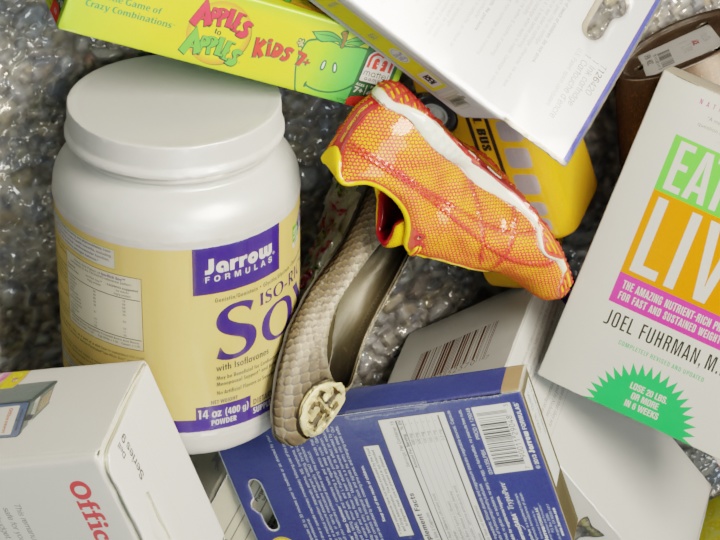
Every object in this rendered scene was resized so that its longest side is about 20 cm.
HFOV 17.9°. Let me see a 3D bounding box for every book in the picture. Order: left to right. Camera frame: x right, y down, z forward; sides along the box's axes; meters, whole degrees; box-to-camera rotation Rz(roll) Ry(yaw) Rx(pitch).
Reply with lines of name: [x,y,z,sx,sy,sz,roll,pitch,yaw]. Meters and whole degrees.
book: [0.203,-0.003,1.349,0.133,0.048,0.201,24,106,12]

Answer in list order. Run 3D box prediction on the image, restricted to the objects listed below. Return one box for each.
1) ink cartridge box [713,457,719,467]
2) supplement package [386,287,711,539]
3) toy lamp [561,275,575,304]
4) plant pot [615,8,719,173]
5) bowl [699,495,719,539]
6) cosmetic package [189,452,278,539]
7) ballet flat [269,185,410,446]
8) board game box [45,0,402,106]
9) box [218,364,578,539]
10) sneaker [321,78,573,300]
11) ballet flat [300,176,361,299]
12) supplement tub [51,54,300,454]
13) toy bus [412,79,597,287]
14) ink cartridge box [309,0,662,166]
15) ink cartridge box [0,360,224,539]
ink cartridge box: [0.283,0.098,1.502,0.109,0.200,0.050,-44,123,9]
supplement package: [0.116,0.127,1.463,0.117,0.118,0.200,-26,115,35]
toy lamp: [0.152,0.085,1.536,0.058,0.058,0.201,-27,124,-3]
plant pot: [0.238,-0.054,1.428,0.186,0.187,0.201,-28,110,-2]
bowl: [0.305,0.264,1.664,0.199,0.108,0.201,-9,121,-15]
cosmetic package: [-0.030,0.163,1.497,0.199,0.087,0.104,20,111,-29]
ballet flat: [0.002,0.013,1.346,0.201,0.046,0.067,-65,158,-15]
board game box: [-0.080,-0.152,1.288,0.199,0.102,0.048,13,113,-25]
box: [0.021,0.124,1.389,0.199,0.032,0.122,-9,122,19]
sneaker: [0.050,-0.035,1.321,0.077,0.073,0.200,-47,126,8]
ballet flat: [0.000,0.000,1.428,0.075,0.064,0.201,12,114,-24]
supplement tub: [-0.106,-0.010,1.334,0.145,0.146,0.201,-8,122,-15]
toy bus: [0.088,-0.083,1.389,0.078,0.065,0.201,0,130,29]
ink cartridge box: [0.078,-0.192,1.281,0.200,0.047,0.198,37,73,-19]
ink cartridge box: [-0.197,0.138,1.315,0.199,0.088,0.146,-5,127,23]
